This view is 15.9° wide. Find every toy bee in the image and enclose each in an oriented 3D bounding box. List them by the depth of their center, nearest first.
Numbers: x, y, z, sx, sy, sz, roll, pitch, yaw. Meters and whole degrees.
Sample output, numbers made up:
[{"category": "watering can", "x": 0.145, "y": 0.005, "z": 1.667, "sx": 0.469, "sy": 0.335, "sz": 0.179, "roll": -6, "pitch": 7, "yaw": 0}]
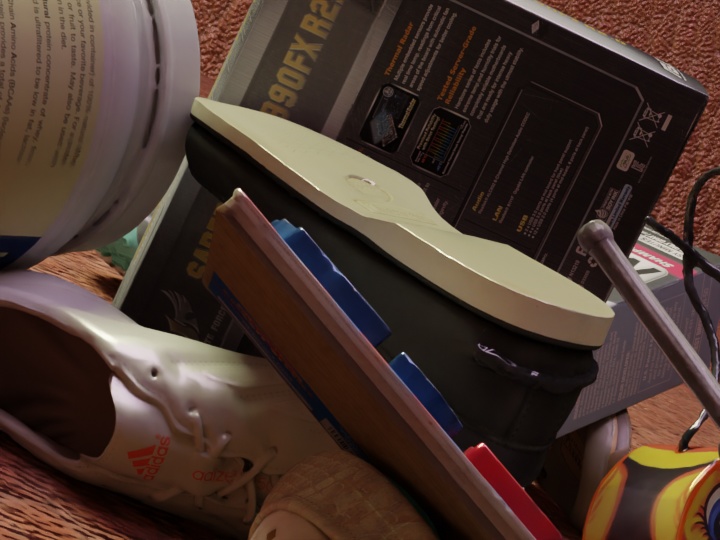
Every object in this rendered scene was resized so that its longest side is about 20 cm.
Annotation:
[{"category": "toy bee", "x": 0.097, "y": 0.091, "z": 0.755, "sx": 0.109, "sy": 0.131, "sz": 0.200, "roll": -31, "pitch": 90, "yaw": -41}]

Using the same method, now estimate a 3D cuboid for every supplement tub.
[{"category": "supplement tub", "x": -0.163, "y": -0.068, "z": 0.831, "sx": 0.145, "sy": 0.145, "sz": 0.200, "roll": 30, "pitch": 18, "yaw": 37}]

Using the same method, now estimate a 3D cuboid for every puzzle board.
[{"category": "puzzle board", "x": 0.028, "y": 0.065, "z": 0.687, "sx": 0.200, "sy": 0.017, "sz": 0.151, "roll": 50, "pitch": -8, "yaw": 2}]

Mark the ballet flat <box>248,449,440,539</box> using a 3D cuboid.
[{"category": "ballet flat", "x": -0.001, "y": 0.094, "z": 0.649, "sx": 0.062, "sy": 0.068, "sz": 0.200, "roll": -1, "pitch": 15, "yaw": -23}]

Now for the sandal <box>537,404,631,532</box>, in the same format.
[{"category": "sandal", "x": 0.079, "y": 0.068, "z": 1.215, "sx": 0.054, "sy": 0.080, "sz": 0.200, "roll": 3, "pitch": 15, "yaw": -10}]

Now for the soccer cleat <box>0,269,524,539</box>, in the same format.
[{"category": "soccer cleat", "x": -0.047, "y": 0.053, "z": 0.817, "sx": 0.200, "sy": 0.069, "sz": 0.078, "roll": 20, "pitch": 10, "yaw": 9}]

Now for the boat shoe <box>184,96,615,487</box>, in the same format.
[{"category": "boat shoe", "x": -0.002, "y": 0.000, "z": 0.802, "sx": 0.074, "sy": 0.063, "sz": 0.201, "roll": 11, "pitch": 18, "yaw": -39}]

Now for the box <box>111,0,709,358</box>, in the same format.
[{"category": "box", "x": 0.008, "y": -0.010, "z": 0.919, "sx": 0.158, "sy": 0.200, "sz": 0.048, "roll": 24, "pitch": 10, "yaw": -8}]

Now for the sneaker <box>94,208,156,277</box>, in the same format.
[{"category": "sneaker", "x": -0.050, "y": -0.017, "z": 1.258, "sx": 0.078, "sy": 0.091, "sz": 0.200, "roll": 29, "pitch": 7, "yaw": 36}]

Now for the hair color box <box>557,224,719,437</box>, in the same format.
[{"category": "hair color box", "x": 0.062, "y": 0.025, "z": 1.133, "sx": 0.099, "sy": 0.061, "sz": 0.200, "roll": 26, "pitch": 30, "yaw": 35}]

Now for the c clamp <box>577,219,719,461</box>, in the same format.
[{"category": "c clamp", "x": 0.153, "y": 0.065, "z": 0.675, "sx": 0.200, "sy": 0.027, "sz": 0.171, "roll": 12, "pitch": 44, "yaw": -53}]
